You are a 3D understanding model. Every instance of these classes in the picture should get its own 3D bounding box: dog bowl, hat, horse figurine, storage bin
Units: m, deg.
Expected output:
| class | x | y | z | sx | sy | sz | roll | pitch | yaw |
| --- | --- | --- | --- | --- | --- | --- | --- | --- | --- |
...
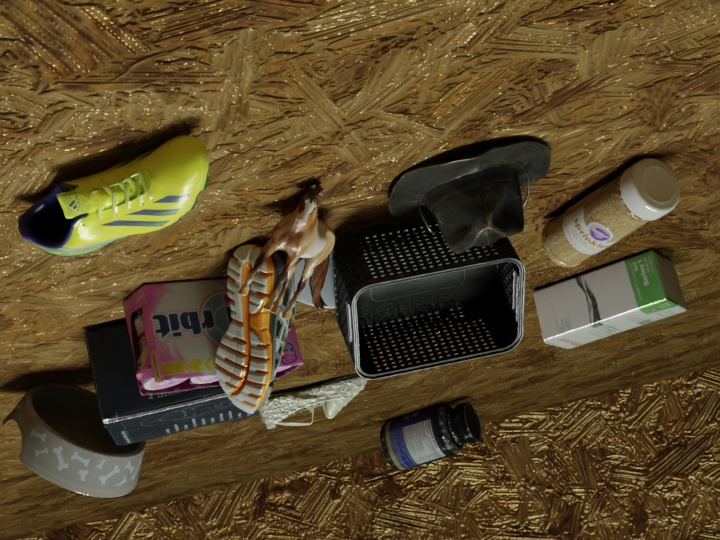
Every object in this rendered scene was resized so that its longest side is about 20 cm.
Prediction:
| class | x | y | z | sx | sy | sz | roll | pitch | yaw |
| --- | --- | --- | --- | --- | --- | --- | --- | --- | --- |
| dog bowl | -0.378 | 0.222 | 1.954 | 0.200 | 0.200 | 0.059 | 6 | 117 | -54 |
| hat | 0.123 | -0.063 | 1.541 | 0.199 | 0.081 | 0.201 | -13 | 166 | -3 |
| horse figurine | -0.065 | -0.016 | 1.523 | 0.050 | 0.133 | 0.200 | 27 | 176 | 17 |
| storage bin | 0.076 | 0.028 | 1.637 | 0.199 | 0.094 | 0.136 | -11 | 128 | -11 |

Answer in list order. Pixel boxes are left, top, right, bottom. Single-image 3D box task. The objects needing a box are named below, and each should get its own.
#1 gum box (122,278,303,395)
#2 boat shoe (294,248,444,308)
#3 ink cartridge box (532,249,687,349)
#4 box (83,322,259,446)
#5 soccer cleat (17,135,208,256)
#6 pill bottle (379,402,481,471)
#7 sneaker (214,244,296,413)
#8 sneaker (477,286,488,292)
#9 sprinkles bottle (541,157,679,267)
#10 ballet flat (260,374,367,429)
| class | x | y | z | sx | sy | sz | roll | pitch | yaw |
| --- | --- | --- | --- | --- | --- | --- | --- | --- | --- |
| gum box | -0.177 | 0.074 | 1.701 | 0.199 | 0.114 | 0.066 | -4 | 163 | -35 |
| boat shoe | 0.000 | 0.000 | 1.709 | 0.199 | 0.070 | 0.066 | -8 | -173 | -10 |
| ink cartridge box | 0.380 | 0.047 | 2.218 | 0.199 | 0.085 | 0.146 | -20 | 165 | 21 |
| box | -0.235 | 0.133 | 1.849 | 0.195 | 0.125 | 0.200 | -14 | 167 | -8 |
| soccer cleat | -0.213 | -0.061 | 1.249 | 0.199 | 0.065 | 0.083 | -24 | 161 | 33 |
| pill bottle | 0.151 | 0.351 | 3.107 | 0.199 | 0.113 | 0.112 | -20 | 165 | 21 |
| sneaker | -0.108 | 0.065 | 1.631 | 0.078 | 0.201 | 0.077 | 22 | -158 | 32 |
| sneaker | 0.095 | 0.023 | 1.796 | 0.075 | 0.106 | 0.200 | -6 | 163 | -30 |
| sprinkles bottle | 0.295 | -0.066 | 1.731 | 0.068 | 0.069 | 0.200 | -7 | 164 | -28 |
| ballet flat | -0.080 | 0.232 | 2.511 | 0.199 | 0.072 | 0.072 | -13 | 166 | -11 |
